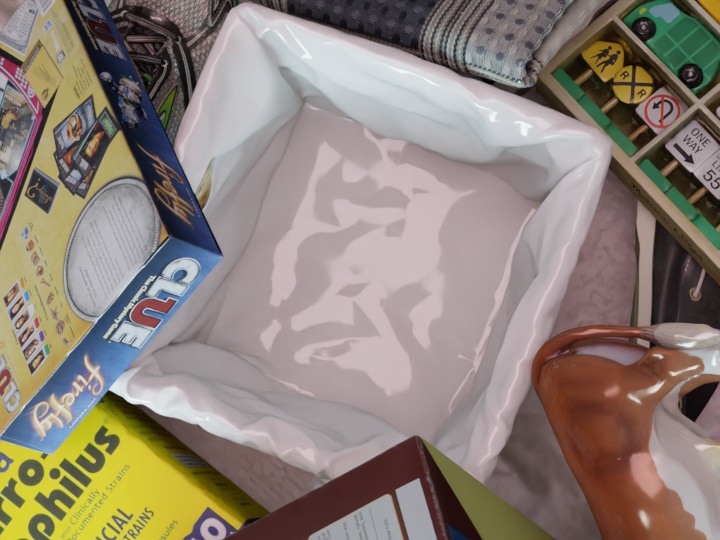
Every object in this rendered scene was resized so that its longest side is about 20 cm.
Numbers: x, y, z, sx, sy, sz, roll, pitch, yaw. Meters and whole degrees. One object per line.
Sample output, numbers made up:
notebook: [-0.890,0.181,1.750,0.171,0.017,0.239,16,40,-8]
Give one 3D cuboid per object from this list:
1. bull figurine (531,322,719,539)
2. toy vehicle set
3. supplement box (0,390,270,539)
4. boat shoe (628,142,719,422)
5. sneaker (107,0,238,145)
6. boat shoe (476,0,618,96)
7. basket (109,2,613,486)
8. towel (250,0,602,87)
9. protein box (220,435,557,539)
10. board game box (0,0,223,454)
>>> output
bull figurine: [0.152,0.110,1.064,0.121,0.065,0.201,-17,113,29]
toy vehicle set: [0.197,-0.063,1.148,0.124,0.027,0.200,-41,74,-6]
supplement box: [-0.148,0.115,1.178,0.200,0.110,0.109,37,89,7]
boat shoe: [0.167,0.028,1.177,0.067,0.072,0.201,5,83,6]
sneaker: [-0.123,-0.082,1.205,0.078,0.085,0.201,25,87,7]
boat shoe: [0.129,-0.172,1.197,0.200,0.073,0.063,-42,84,3]
basket: [0.000,0.000,1.150,0.199,0.161,0.199,21,87,6]
towel: [0.052,-0.180,1.163,0.192,0.035,0.200,20,58,30]
protein box: [0.006,0.208,1.055,0.199,0.198,0.135,-29,52,18]
board game box: [-0.147,-0.031,1.110,0.136,0.035,0.200,-48,45,22]
